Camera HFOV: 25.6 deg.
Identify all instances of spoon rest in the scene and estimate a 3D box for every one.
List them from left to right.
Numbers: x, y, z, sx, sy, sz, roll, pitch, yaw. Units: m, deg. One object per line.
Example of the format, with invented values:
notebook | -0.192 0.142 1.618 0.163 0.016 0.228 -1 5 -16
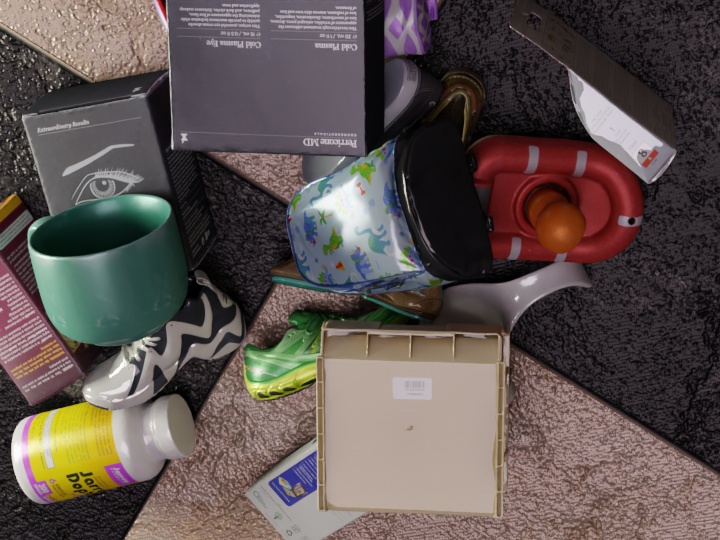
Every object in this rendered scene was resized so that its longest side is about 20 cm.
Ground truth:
spoon rest | 0.148 0.043 1.701 0.199 0.060 0.100 -31 74 18

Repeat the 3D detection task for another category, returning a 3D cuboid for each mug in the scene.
mug | -0.254 0.000 1.617 0.150 0.185 0.116 -16 114 -9

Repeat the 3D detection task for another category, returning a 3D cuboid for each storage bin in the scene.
storage bin | 0.055 0.151 1.661 0.197 0.094 0.201 2 103 7

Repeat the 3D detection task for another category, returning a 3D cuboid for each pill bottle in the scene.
pill bottle | -0.295 0.200 1.833 0.198 0.104 0.105 -15 109 16

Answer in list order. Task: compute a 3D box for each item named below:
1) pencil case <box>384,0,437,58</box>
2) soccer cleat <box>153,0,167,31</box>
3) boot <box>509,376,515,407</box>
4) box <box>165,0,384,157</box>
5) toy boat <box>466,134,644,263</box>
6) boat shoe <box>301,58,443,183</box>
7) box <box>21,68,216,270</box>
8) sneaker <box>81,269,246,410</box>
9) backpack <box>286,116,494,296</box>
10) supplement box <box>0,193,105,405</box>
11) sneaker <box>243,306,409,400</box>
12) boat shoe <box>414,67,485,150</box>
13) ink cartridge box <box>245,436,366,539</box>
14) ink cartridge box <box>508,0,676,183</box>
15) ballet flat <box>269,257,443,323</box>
pencil case | -0.025 -0.249 1.606 0.197 0.085 0.085 -1 98 13
soccer cleat | -0.164 -0.230 1.647 0.067 0.073 0.202 -20 107 18
boot | 0.082 0.175 1.773 0.197 0.072 0.146 0 113 19
box | -0.080 -0.212 1.528 0.197 0.104 0.185 4 107 10
toy boat | 0.194 -0.059 1.605 0.197 0.131 0.132 2 115 -12
boat shoe | 0.014 -0.147 1.647 0.066 0.071 0.200 14 139 -33
box | -0.255 -0.099 1.702 0.146 0.104 0.202 -7 110 14
sneaker | -0.234 0.065 1.737 0.197 0.080 0.130 -23 134 4
backpack | 0.020 -0.049 1.600 0.152 0.199 0.165 -15 92 -29
supplement box | -0.377 0.032 1.776 0.085 0.111 0.201 -28 105 21
sneaker | -0.041 0.075 1.745 0.198 0.074 0.084 -22 80 4
boat shoe | 0.071 -0.113 1.654 0.071 0.068 0.202 19 115 2
ink cartridge box | -0.038 0.243 1.804 0.100 0.039 0.199 50 132 -5
ink cartridge box | 0.218 -0.180 1.547 0.199 0.162 0.050 34 112 -4
ballet flat | 0.000 0.000 1.713 0.198 0.068 0.073 14 88 21
